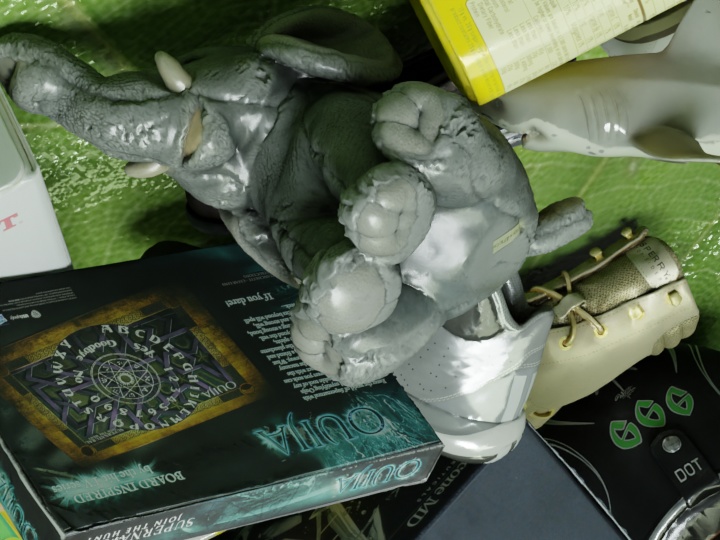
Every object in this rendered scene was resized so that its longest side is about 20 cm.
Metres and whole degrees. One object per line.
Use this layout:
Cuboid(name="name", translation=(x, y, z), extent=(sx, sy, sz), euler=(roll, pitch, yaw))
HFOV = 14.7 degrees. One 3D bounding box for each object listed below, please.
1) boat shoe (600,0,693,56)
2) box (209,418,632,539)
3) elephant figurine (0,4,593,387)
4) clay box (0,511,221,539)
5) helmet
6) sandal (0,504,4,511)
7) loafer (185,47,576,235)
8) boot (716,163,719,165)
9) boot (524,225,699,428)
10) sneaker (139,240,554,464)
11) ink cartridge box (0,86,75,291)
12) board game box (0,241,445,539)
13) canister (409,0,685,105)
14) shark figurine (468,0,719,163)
Cuboid(name="boat shoe", translation=(0.203, -0.154, 1.334), extent=(0.199, 0.075, 0.068), euler=(-20, 153, 2))
Cuboid(name="box", translation=(0.009, 0.171, 1.416), extent=(0.200, 0.196, 0.124), euler=(-47, 114, -15))
Cuboid(name="elephant figurine", translation=(-0.030, -0.056, 1.200), extent=(0.142, 0.200, 0.155), euler=(-47, 145, -12))
Cuboid(name="clay box", translation=(-0.108, 0.085, 1.380), extent=(0.199, 0.115, 0.048), euler=(-26, 180, -3))
Cuboid(name="helmet", translation=(0.185, 0.139, 1.627), extent=(0.199, 0.191, 0.201), euler=(-8, 116, -18))
Cuboid(name="sandal", translation=(-0.194, 0.123, 1.320), extent=(0.211, 0.078, 0.070), euler=(-26, 125, -11))
Cuboid(name="loafer", translation=(0.007, -0.077, 1.299), extent=(0.199, 0.072, 0.063), euler=(-19, 120, -11))
Cuboid(name="boot", translation=(0.272, -0.122, 1.443), extent=(0.200, 0.064, 0.186), euler=(-47, 144, 20))
Cuboid(name="boot", translation=(0.099, 0.025, 1.501), extent=(0.155, 0.073, 0.200), euler=(-30, 151, 3))
Cuboid(name="sneaker", translation=(0.000, 0.000, 1.307), extent=(0.075, 0.199, 0.116), euler=(-60, 173, -66))
Cuboid(name="ink cartridge box", translation=(-0.201, 0.011, 1.226), extent=(0.145, 0.088, 0.200), euler=(-24, 150, -9))
Cuboid(name="board game box", translation=(-0.078, 0.052, 1.183), extent=(0.199, 0.135, 0.028), euler=(-10, 141, -37))
Cuboid(name="canister", translation=(0.117, -0.152, 1.204), extent=(0.199, 0.087, 0.149), euler=(-28, -172, 1))
Cuboid(name="shark figurine", translation=(0.171, -0.087, 1.256), extent=(0.213, 0.128, 0.090), euler=(2, 95, -33))
